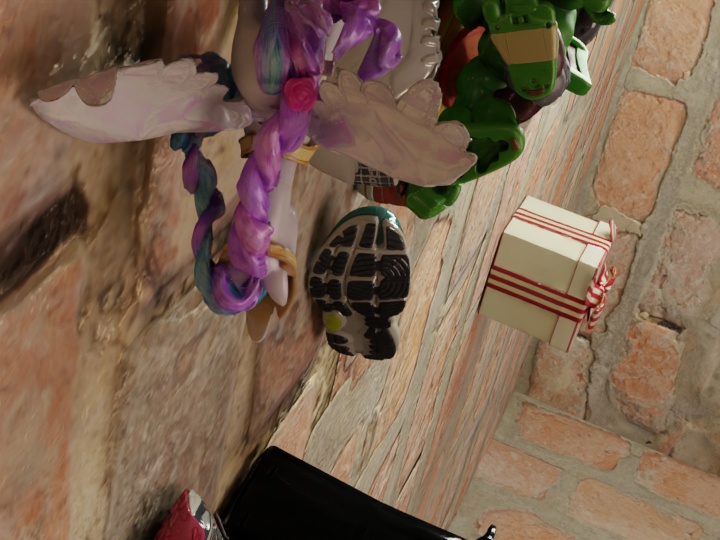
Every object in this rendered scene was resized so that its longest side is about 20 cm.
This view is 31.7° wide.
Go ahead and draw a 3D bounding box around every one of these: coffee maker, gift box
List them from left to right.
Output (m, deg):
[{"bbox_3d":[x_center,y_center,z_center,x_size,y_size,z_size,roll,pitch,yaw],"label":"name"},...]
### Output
[{"bbox_3d":[-0.008,0.222,0.977,0.135,0.198,0.194,-48,159,-63],"label":"coffee maker"},{"bbox_3d":[0.313,-0.002,2.026,0.185,0.185,0.202,-52,161,-52],"label":"gift box"}]

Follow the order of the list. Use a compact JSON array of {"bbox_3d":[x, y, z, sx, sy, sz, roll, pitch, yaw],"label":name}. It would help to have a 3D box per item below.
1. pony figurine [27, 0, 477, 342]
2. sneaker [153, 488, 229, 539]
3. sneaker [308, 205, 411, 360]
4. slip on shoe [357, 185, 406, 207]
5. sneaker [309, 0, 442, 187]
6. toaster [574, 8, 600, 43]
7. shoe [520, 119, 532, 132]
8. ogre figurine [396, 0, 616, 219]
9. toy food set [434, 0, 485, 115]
[{"bbox_3d":[-0.033,-0.082,0.533,0.193,0.164,0.203,93,6,-77],"label":"pony figurine"},{"bbox_3d":[-0.102,0.213,0.850,0.201,0.074,0.081,91,24,-57],"label":"sneaker"},{"bbox_3d":[0.000,0.000,0.989,0.201,0.076,0.081,97,-1,-64],"label":"sneaker"},{"bbox_3d":[0.048,-0.135,0.941,0.074,0.061,0.202,-46,153,-56],"label":"slip on shoe"},{"bbox_3d":[0.017,-0.150,0.740,0.076,0.080,0.202,5,105,-76],"label":"sneaker"},{"bbox_3d":[0.198,-0.290,1.210,0.129,0.112,0.202,-21,130,-77],"label":"toaster"},{"bbox_3d":[0.145,-0.157,1.302,0.200,0.069,0.054,65,40,-76],"label":"shoe"},{"bbox_3d":[0.095,-0.127,0.768,0.120,0.097,0.202,-65,171,-53],"label":"ogre figurine"},{"bbox_3d":[0.077,-0.181,0.854,0.197,0.048,0.202,10,106,-52],"label":"toy food set"}]
